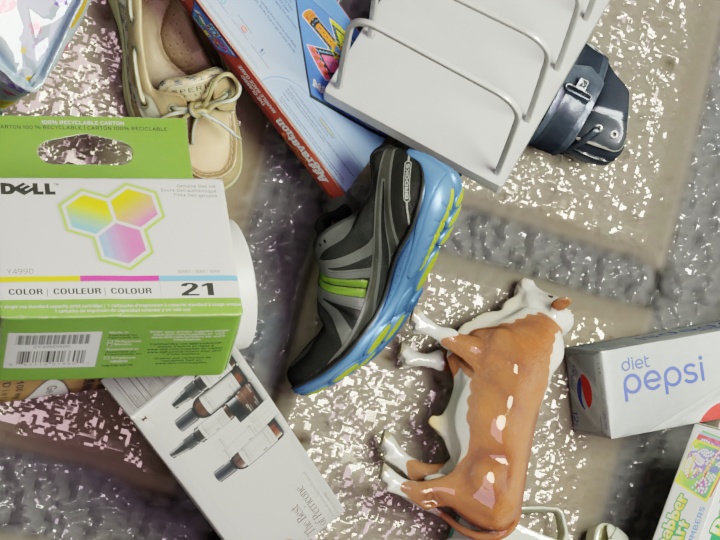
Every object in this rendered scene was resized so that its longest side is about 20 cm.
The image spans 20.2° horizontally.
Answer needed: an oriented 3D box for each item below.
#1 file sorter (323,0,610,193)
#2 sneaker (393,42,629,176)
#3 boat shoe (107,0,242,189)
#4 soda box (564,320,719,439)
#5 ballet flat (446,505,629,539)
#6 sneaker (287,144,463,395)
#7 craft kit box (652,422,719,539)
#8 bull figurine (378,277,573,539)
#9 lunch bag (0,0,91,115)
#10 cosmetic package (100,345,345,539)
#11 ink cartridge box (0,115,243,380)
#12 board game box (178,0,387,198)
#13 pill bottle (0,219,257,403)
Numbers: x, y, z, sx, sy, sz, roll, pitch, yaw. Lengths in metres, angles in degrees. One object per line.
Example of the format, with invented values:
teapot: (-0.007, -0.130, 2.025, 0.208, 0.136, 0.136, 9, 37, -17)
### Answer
file sorter: (0.086, -0.186, 1.360, 0.139, 0.125, 0.200, 29, 70, 6)
sneaker: (0.109, -0.089, 1.451, 0.146, 0.077, 0.202, 33, 78, -14)
boat shoe: (-0.127, -0.147, 1.372, 0.073, 0.063, 0.200, -23, 98, -19)
soda box: (0.257, 0.076, 1.511, 0.200, 0.063, 0.068, -8, 93, -20)
ballet flat: (0.156, 0.209, 1.480, 0.200, 0.069, 0.069, 16, 85, -19)
sneaker: (0.000, 0.000, 1.393, 0.083, 0.071, 0.200, 33, 115, 14)
craft kit box: (0.280, 0.237, 1.492, 0.197, 0.049, 0.200, 27, 80, -40)
bull figurine: (0.084, 0.089, 1.440, 0.121, 0.065, 0.200, 13, 71, -5)
lunch bag: (-0.211, -0.209, 1.284, 0.127, 0.170, 0.200, 28, 79, -15)
cosmetic package: (-0.087, 0.119, 1.337, 0.083, 0.051, 0.200, -37, 135, -7)
ink cartridge box: (-0.162, -0.036, 1.251, 0.148, 0.076, 0.200, -1, 57, -16)
board game box: (-0.048, -0.158, 1.387, 0.200, 0.019, 0.103, 53, 52, -23)
pill bottle: (-0.176, 0.021, 1.326, 0.200, 0.114, 0.114, -8, 92, -20)
